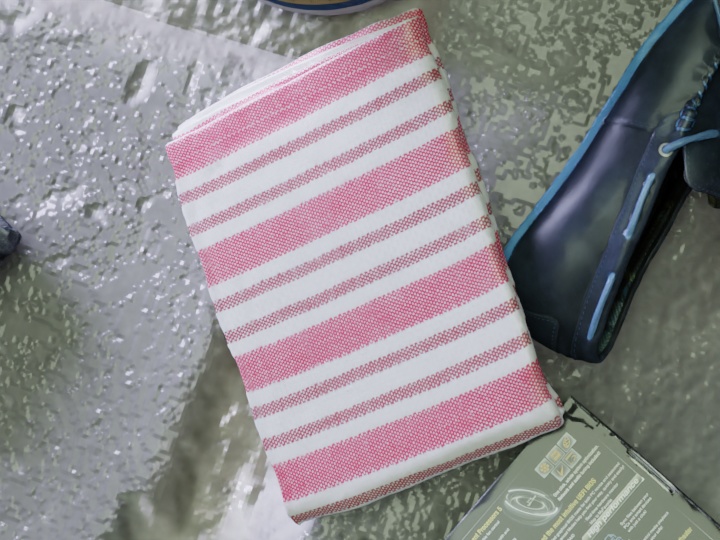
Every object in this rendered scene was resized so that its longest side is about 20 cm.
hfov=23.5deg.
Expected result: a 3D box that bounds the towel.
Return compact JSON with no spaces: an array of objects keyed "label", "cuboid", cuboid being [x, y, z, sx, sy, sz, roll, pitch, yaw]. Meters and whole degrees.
[{"label":"towel","cuboid":[0.000,0.000,0.788,0.146,0.030,0.201,-23,82,27]}]

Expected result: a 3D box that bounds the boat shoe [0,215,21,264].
[{"label":"boat shoe","cuboid":[-0.259,-0.045,0.841,0.200,0.071,0.091,40,89,5]}]

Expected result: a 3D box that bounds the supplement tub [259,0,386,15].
[{"label":"supplement tub","cuboid":[-0.029,-0.203,0.751,0.143,0.200,0.146,-1,83,9]}]

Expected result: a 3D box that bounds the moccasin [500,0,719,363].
[{"label":"moccasin","cuboid":[0.141,-0.047,0.770,0.068,0.080,0.201,38,102,28]}]

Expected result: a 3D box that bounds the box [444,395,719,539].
[{"label":"box","cuboid":[0.088,0.182,0.763,0.160,0.044,0.200,40,91,12]}]
